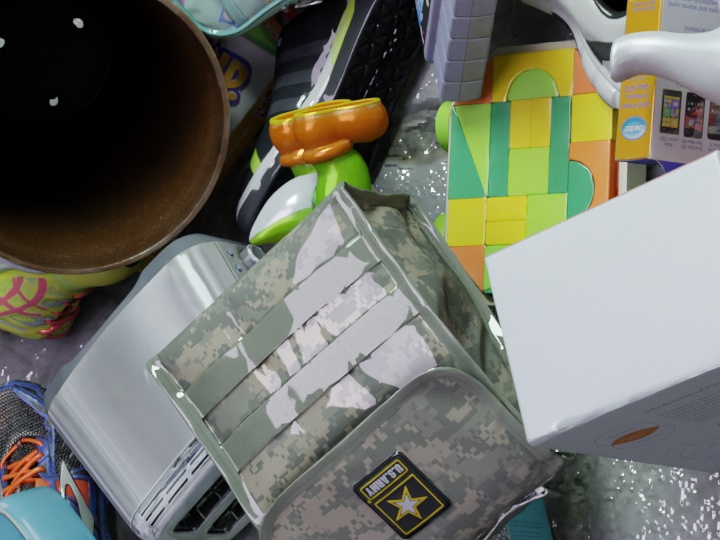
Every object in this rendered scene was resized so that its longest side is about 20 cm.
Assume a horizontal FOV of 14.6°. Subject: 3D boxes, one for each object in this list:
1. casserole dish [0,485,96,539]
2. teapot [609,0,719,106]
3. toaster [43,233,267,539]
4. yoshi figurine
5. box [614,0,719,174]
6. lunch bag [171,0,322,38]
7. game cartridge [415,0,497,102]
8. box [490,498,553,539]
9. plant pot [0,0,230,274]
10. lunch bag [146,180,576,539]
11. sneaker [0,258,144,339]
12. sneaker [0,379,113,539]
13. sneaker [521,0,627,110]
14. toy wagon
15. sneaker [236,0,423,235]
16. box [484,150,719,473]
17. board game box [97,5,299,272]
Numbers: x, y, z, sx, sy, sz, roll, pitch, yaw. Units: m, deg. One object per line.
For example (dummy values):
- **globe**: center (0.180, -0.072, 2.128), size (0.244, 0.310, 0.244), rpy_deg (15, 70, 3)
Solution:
- **casserole dish**: center (-0.197, 0.217, 1.729), size (0.200, 0.039, 0.122), rpy_deg (47, 116, 45)
- **teapot**: center (0.261, -0.157, 1.480), size (0.146, 0.199, 0.198), rpy_deg (41, 116, 40)
- **toaster**: center (-0.106, 0.084, 1.754), size (0.200, 0.113, 0.129), rpy_deg (-48, 60, 19)
- **yoshi figurine**: center (0.013, -0.003, 1.682), size (0.111, 0.112, 0.201), rpy_deg (-7, 97, 32)
- **box**: center (0.203, -0.130, 1.547), size (0.041, 0.118, 0.201), rpy_deg (5, 89, 62)
- **lunch bag**: center (-0.081, -0.246, 1.708), size (0.160, 0.077, 0.201), rpy_deg (-31, 97, 23)
- **game cartridge**: center (0.048, -0.215, 1.667), size (0.130, 0.038, 0.201), rpy_deg (104, 161, -56)
- **box**: center (0.012, 0.182, 1.669), size (0.199, 0.082, 0.049), rpy_deg (-24, 70, 32)
- **plant pot**: center (-0.189, -0.116, 1.780), size (0.188, 0.186, 0.200), rpy_deg (-64, 18, 10)
- **lunch bag**: center (0.006, 0.081, 1.571), size (0.164, 0.117, 0.200), rpy_deg (-41, 72, 18)
- **sneaker**: center (-0.204, 0.003, 1.866), size (0.199, 0.078, 0.091), rpy_deg (-4, 124, 45)
- **sneaker**: center (-0.203, 0.158, 1.836), size (0.075, 0.078, 0.201), rpy_deg (-36, 63, 26)
- **sneaker**: center (0.130, -0.178, 1.624), size (0.073, 0.080, 0.200), rpy_deg (-28, 55, -18)
- **toy wagon**: center (0.110, -0.033, 1.657), size (0.154, 0.039, 0.201), rpy_deg (-3, 81, 37)
- **sneaker**: center (-0.023, -0.112, 1.762), size (0.083, 0.072, 0.201), rpy_deg (38, 99, 47)
- **box**: center (0.188, 0.027, 1.487), size (0.152, 0.200, 0.107), rpy_deg (-24, 69, 31)
- **board game box**: center (-0.111, -0.104, 1.845), size (0.200, 0.030, 0.096), rpy_deg (-51, 57, 16)
